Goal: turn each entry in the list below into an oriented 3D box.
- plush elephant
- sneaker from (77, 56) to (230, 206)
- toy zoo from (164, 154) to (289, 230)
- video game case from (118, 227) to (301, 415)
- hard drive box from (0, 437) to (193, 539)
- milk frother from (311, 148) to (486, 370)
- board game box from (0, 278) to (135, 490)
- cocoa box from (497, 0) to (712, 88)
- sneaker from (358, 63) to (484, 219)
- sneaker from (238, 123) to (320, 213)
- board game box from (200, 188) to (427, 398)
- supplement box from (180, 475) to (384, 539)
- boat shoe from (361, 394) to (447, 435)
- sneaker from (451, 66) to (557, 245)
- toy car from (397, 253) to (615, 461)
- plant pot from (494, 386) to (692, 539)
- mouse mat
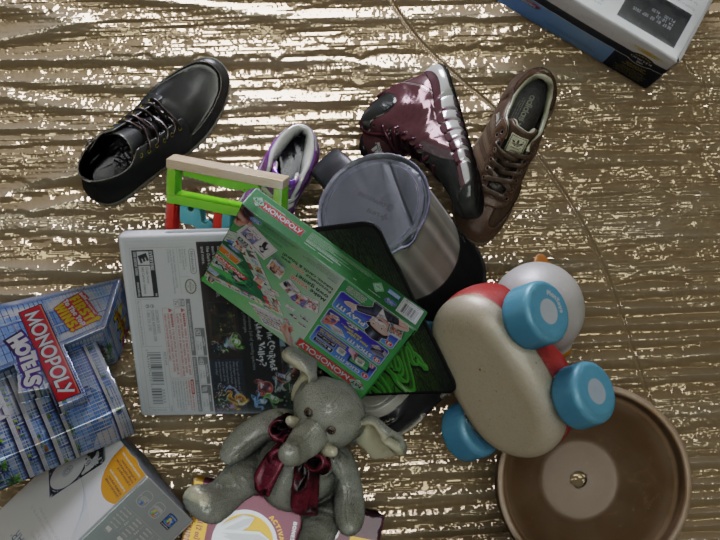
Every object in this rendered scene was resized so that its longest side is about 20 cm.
[{"bbox_3d":[-0.048,0.171,1.492,0.164,0.155,0.200,31,52,13],"label":"plush elephant"},{"bbox_3d":[-0.210,-0.149,1.604,0.075,0.106,0.200,42,83,1],"label":"sneaker"},{"bbox_3d":[-0.140,-0.011,1.587,0.131,0.020,0.201,12,113,17],"label":"toy zoo"},{"bbox_3d":[-0.146,0.053,1.574,0.181,0.023,0.201,-1,110,8],"label":"video game case"},{"bbox_3d":[-0.283,0.262,1.528,0.200,0.156,0.077,-45,122,-7],"label":"hard drive box"},{"bbox_3d":[0.000,0.000,1.560,0.180,0.188,0.201,25,78,32],"label":"milk frother"},{"bbox_3d":[-0.311,0.097,1.559,0.199,0.062,0.200,-23,50,-14],"label":"board game box"},{"bbox_3d":[0.265,-0.308,1.636,0.199,0.131,0.134,31,83,0],"label":"cocoa box"},{"bbox_3d":[0.059,-0.121,1.618,0.115,0.076,0.201,-17,51,7],"label":"sneaker"},{"bbox_3d":[-0.099,-0.061,1.599,0.072,0.114,0.201,20,85,-3],"label":"sneaker"},{"bbox_3d":[-0.048,0.025,1.478,0.200,0.135,0.029,36,50,1],"label":"board game box"},{"bbox_3d":[-0.084,0.283,1.579,0.199,0.086,0.111,11,83,-3],"label":"supplement box"},{"bbox_3d":[0.079,0.099,1.620,0.200,0.074,0.060,-44,130,-22],"label":"boat shoe"},{"bbox_3d":[0.151,-0.126,1.639,0.070,0.076,0.201,21,83,-1],"label":"sneaker"},{"bbox_3d":[0.174,0.067,1.535,0.200,0.184,0.177,-40,101,-44],"label":"toy car"},{"bbox_3d":[0.235,0.219,1.602,0.200,0.093,0.202,0,84,-3],"label":"plant pot"},{"bbox_3d":[-0.005,0.042,1.495,0.008,0.160,0.201,-50,122,-41],"label":"mouse mat"}]
